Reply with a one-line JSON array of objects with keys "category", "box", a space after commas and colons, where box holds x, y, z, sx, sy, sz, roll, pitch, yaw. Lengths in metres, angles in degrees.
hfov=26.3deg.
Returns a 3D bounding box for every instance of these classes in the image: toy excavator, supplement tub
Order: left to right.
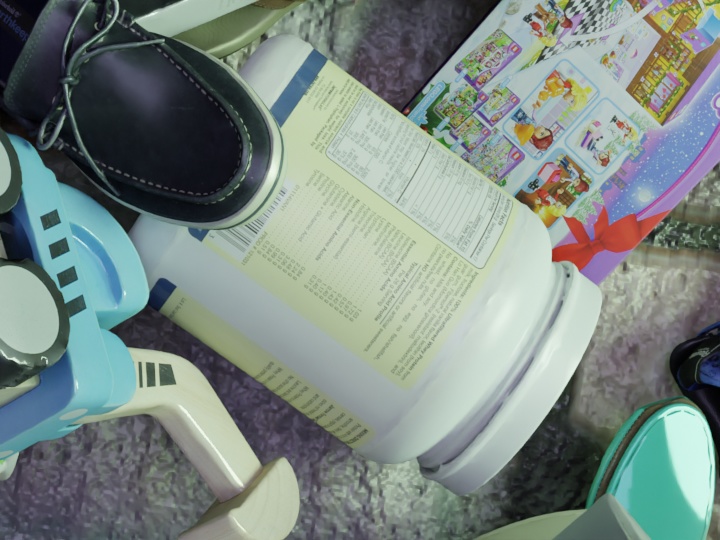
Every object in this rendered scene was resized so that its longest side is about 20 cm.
[{"category": "toy excavator", "box": [-0.118, 0.037, 0.661, 0.099, 0.199, 0.196, -28, 74, 32]}, {"category": "supplement tub", "box": [0.000, 0.000, 0.735, 0.199, 0.145, 0.146, 36, 83, -6]}]

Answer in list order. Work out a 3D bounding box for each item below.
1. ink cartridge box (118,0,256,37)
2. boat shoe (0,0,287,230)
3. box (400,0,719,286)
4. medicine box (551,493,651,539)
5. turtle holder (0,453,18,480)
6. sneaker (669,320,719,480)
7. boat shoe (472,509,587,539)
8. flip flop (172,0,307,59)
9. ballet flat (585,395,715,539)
[{"category": "ink cartridge box", "box": [-0.053, -0.180, 0.735, 0.199, 0.037, 0.095, -26, 77, -23]}, {"category": "boat shoe", "box": [-0.117, -0.081, 0.645, 0.199, 0.062, 0.075, 36, 99, 19]}, {"category": "box", "box": [0.133, -0.106, 0.778, 0.137, 0.039, 0.200, 42, 104, -4]}, {"category": "medicine box", "box": [0.112, 0.240, 0.683, 0.182, 0.103, 0.200, -41, 107, 5]}, {"category": "turtle holder", "box": [-0.228, 0.039, 0.715, 0.130, 0.141, 0.187, 4, 51, -23]}, {"category": "sneaker", "box": [0.228, 0.034, 0.798, 0.114, 0.080, 0.202, 15, 87, -16]}, {"category": "boat shoe", "box": [0.049, 0.175, 0.753, 0.198, 0.072, 0.060, -22, 99, 12]}, {"category": "flip flop", "box": [-0.036, -0.164, 0.780, 0.198, 0.058, 0.082, -20, 91, -9]}, {"category": "ballet flat", "box": [0.134, 0.163, 0.788, 0.067, 0.070, 0.202, 11, 83, -12]}]
